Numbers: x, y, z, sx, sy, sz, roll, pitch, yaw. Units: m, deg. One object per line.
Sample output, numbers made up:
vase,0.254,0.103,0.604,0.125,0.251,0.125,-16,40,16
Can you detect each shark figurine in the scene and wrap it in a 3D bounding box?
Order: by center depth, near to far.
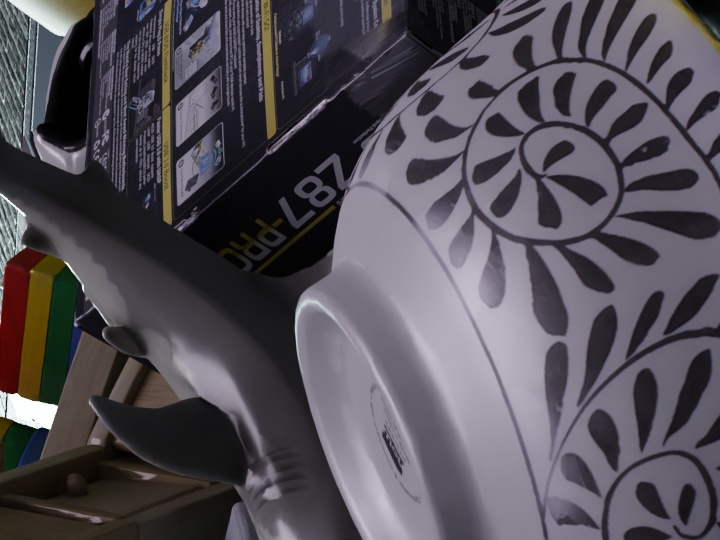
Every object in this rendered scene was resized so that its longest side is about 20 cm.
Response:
shark figurine,-0.042,0.005,0.750,0.089,0.215,0.128,-40,5,16

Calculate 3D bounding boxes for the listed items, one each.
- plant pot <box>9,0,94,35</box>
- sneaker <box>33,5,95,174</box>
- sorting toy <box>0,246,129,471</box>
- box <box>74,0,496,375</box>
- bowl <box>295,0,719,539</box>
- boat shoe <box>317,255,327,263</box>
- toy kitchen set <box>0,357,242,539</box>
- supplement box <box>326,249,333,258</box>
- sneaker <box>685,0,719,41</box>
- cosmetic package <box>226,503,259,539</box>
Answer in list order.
plant pot,-0.118,-0.191,1.135,0.143,0.199,0.200,67,169,-16
sneaker,-0.077,-0.087,0.994,0.080,0.073,0.201,65,-155,-42
sorting toy,-0.147,0.070,1.206,0.199,0.069,0.201,96,-170,-73
box,-0.028,-0.085,0.846,0.161,0.049,0.201,-41,33,30
bowl,0.043,0.030,0.625,0.201,0.094,0.201,90,154,-55
boat shoe,0.000,0.000,0.900,0.073,0.074,0.201,-117,30,-56
toy kitchen set,-0.128,0.035,1.005,0.162,0.200,0.182,6,102,30
supplement box,0.036,0.093,0.785,0.126,0.073,0.201,108,154,-44
sneaker,0.073,-0.101,0.639,0.200,0.080,0.074,-114,28,-52
cosmetic package,-0.002,0.188,0.894,0.201,0.071,0.102,-107,23,-43
